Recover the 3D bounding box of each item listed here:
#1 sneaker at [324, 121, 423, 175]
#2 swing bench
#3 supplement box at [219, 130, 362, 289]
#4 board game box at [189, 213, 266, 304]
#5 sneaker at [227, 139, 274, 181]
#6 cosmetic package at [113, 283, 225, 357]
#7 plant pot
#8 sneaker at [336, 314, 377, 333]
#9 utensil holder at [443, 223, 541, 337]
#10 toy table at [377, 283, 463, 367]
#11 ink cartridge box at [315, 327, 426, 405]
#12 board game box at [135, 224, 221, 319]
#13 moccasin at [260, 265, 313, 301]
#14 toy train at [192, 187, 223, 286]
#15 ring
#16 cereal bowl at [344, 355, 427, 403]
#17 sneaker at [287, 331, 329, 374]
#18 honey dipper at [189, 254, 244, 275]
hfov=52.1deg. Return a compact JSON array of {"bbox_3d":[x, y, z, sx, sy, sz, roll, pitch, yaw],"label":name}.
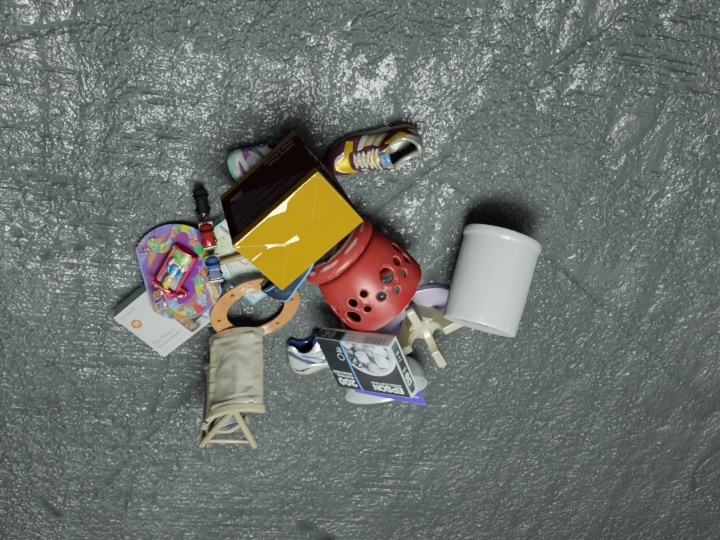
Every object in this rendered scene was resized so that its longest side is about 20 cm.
[{"bbox_3d":[0.024,-0.230,1.445,0.199,0.090,0.075,-21,124,5],"label":"sneaker"},{"bbox_3d":[-0.282,0.258,1.619,0.129,0.200,0.200,4,142,-12],"label":"swing bench"},{"bbox_3d":[-0.132,-0.114,1.349,0.197,0.200,0.133,-40,124,8],"label":"supplement box"},{"bbox_3d":[-0.244,-0.033,1.566,0.134,0.034,0.200,-34,121,14],"label":"board game box"},{"bbox_3d":[-0.166,-0.164,1.466,0.139,0.078,0.201,-19,124,5],"label":"sneaker"},{"bbox_3d":[-0.411,0.079,1.604,0.200,0.052,0.151,-37,118,14],"label":"cosmetic package"},{"bbox_3d":[0.000,0.000,1.529,0.200,0.201,0.183,-36,116,15],"label":"plant pot"},{"bbox_3d":[0.010,0.145,1.630,0.070,0.200,0.082,-33,161,-8],"label":"sneaker"},{"bbox_3d":[0.276,0.024,1.552,0.169,0.170,0.201,18,82,-19],"label":"utensil holder"},{"bbox_3d":[0.138,0.126,1.680,0.200,0.117,0.184,-37,121,14],"label":"toy table"},{"bbox_3d":[0.021,0.213,1.552,0.197,0.043,0.201,2,130,38],"label":"ink cartridge box"},{"bbox_3d":[-0.377,0.007,1.506,0.157,0.039,0.201,-12,99,8],"label":"board game box"},{"bbox_3d":[-0.142,-0.010,1.485,0.068,0.081,0.200,15,124,-24],"label":"moccasin"},{"bbox_3d":[-0.305,-0.067,1.478,0.034,0.046,0.201,-11,95,-14],"label":"toy train"},{"bbox_3d":[-0.231,0.081,1.612,0.199,0.019,0.201,-15,142,-12],"label":"ring"},{"bbox_3d":[0.055,0.248,1.744,0.199,0.084,0.200,-8,155,-4],"label":"cereal bowl"},{"bbox_3d":[-0.073,0.180,1.707,0.199,0.075,0.088,-15,123,0],"label":"sneaker"},{"bbox_3d":[-0.264,-0.023,1.526,0.199,0.038,0.038,-16,124,4],"label":"honey dipper"}]
